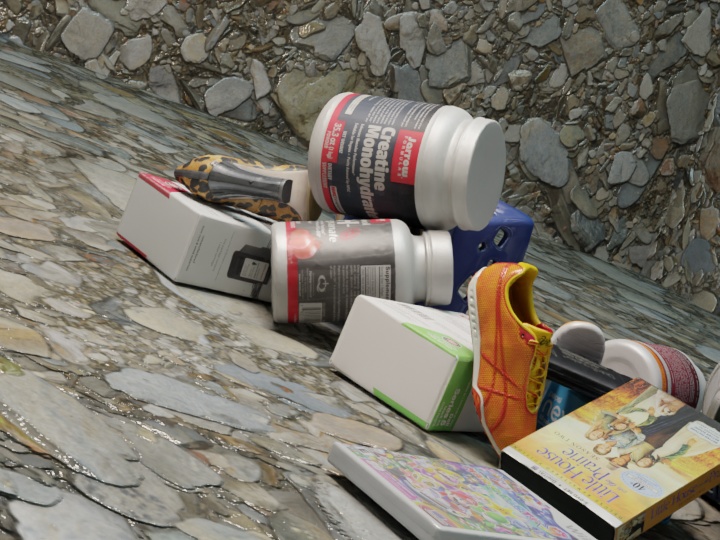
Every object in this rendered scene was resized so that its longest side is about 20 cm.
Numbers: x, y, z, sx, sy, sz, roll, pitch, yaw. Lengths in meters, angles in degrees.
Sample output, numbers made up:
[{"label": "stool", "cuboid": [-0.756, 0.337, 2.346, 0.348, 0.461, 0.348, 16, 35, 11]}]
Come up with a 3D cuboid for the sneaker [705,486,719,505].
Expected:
[{"label": "sneaker", "cuboid": [0.380, 0.225, 1.607, 0.081, 0.071, 0.200, -2, 15, -9]}]

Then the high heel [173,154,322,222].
[{"label": "high heel", "cuboid": [-0.124, -0.096, 1.650, 0.141, 0.073, 0.200, 11, -2, 16]}]

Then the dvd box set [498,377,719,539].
[{"label": "dvd box set", "cuboid": [0.248, 0.175, 1.326, 0.198, 0.030, 0.146, -21, 36, -34]}]

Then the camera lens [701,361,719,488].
[{"label": "camera lens", "cuboid": [0.428, 0.155, 1.440, 0.158, 0.162, 0.200, 24, 12, 10]}]

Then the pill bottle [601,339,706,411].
[{"label": "pill bottle", "cuboid": [0.365, 0.149, 1.801, 0.112, 0.114, 0.199, 29, 11, 35]}]

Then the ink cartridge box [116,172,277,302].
[{"label": "ink cartridge box", "cuboid": [-0.158, -0.032, 1.642, 0.198, 0.084, 0.145, 14, 12, -43]}]

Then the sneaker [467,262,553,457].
[{"label": "sneaker", "cuboid": [0.150, 0.091, 1.364, 0.076, 0.203, 0.073, -10, -5, 34]}]

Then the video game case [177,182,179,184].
[{"label": "video game case", "cuboid": [-0.176, -0.083, 1.753, 0.142, 0.018, 0.199, 14, -23, -41]}]

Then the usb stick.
[{"label": "usb stick", "cuboid": [0.231, 0.110, 1.471, 0.198, 0.033, 0.056, 24, 20, -29]}]

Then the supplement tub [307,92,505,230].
[{"label": "supplement tub", "cuboid": [0.052, -0.122, 1.610, 0.197, 0.143, 0.140, 10, 3, 24]}]

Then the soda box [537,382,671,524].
[{"label": "soda box", "cuboid": [0.253, 0.183, 1.464, 0.063, 0.069, 0.200, 18, 10, -26]}]

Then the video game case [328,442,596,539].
[{"label": "video game case", "cuboid": [0.087, 0.187, 1.129, 0.198, 0.018, 0.143, 16, 11, -40]}]

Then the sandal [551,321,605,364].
[{"label": "sandal", "cuboid": [0.231, 0.099, 1.570, 0.078, 0.060, 0.208, 8, -34, -2]}]

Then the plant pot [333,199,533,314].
[{"label": "plant pot", "cuboid": [0.066, -0.014, 1.759, 0.199, 0.202, 0.179, 30, 17, 38]}]

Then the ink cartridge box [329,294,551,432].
[{"label": "ink cartridge box", "cuboid": [0.089, 0.100, 1.479, 0.145, 0.085, 0.199, 30, 11, 36]}]

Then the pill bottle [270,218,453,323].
[{"label": "pill bottle", "cuboid": [0.000, 0.000, 1.555, 0.197, 0.113, 0.111, -2, 11, -4]}]
